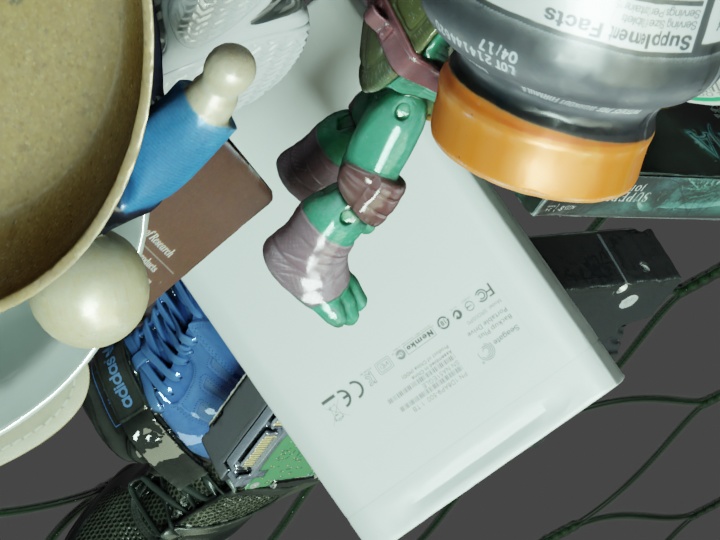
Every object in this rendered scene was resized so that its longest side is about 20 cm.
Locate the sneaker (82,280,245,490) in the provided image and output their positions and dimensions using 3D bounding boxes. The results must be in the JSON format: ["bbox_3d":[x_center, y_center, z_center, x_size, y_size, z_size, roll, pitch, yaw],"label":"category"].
[{"bbox_3d":[-0.085,0.039,1.292,0.111,0.077,0.200,-22,152,1],"label":"sneaker"}]

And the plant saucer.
[{"bbox_3d":[-0.140,-0.083,0.831,0.200,0.200,0.035,-42,174,30],"label":"plant saucer"}]

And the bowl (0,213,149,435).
[{"bbox_3d":[-0.175,-0.039,0.943,0.200,0.202,0.090,-28,-160,0],"label":"bowl"}]

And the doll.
[{"bbox_3d":[-0.092,-0.070,0.860,0.136,0.201,0.048,6,-161,24],"label":"doll"}]

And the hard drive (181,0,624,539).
[{"bbox_3d":[0.000,0.000,1.150,0.132,0.200,0.027,-36,177,19],"label":"hard drive"}]

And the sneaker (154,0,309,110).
[{"bbox_3d":[-0.045,-0.143,0.892,0.075,0.115,0.200,-13,155,-33],"label":"sneaker"}]

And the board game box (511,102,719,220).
[{"bbox_3d":[0.104,-0.077,1.182,0.199,0.136,0.028,0,137,-49],"label":"board game box"}]

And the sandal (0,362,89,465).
[{"bbox_3d":[-0.217,0.062,1.161,0.211,0.078,0.070,-21,-174,-2],"label":"sandal"}]

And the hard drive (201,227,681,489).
[{"bbox_3d":[0.038,0.040,1.279,0.199,0.038,0.140,-7,145,-40],"label":"hard drive"}]

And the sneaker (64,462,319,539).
[{"bbox_3d":[-0.085,0.103,1.440,0.199,0.076,0.114,-32,156,1],"label":"sneaker"}]

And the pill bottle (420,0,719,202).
[{"bbox_3d":[0.079,-0.123,0.852,0.106,0.106,0.201,-8,125,-40],"label":"pill bottle"}]

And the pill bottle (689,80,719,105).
[{"bbox_3d":[0.128,-0.149,1.086,0.113,0.113,0.200,-30,158,6],"label":"pill bottle"}]

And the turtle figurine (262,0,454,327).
[{"bbox_3d":[0.042,-0.075,1.018,0.200,0.101,0.150,-45,-177,29],"label":"turtle figurine"}]

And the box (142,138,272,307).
[{"bbox_3d":[-0.143,-0.008,1.040,0.200,0.100,0.075,-41,151,-1],"label":"box"}]
